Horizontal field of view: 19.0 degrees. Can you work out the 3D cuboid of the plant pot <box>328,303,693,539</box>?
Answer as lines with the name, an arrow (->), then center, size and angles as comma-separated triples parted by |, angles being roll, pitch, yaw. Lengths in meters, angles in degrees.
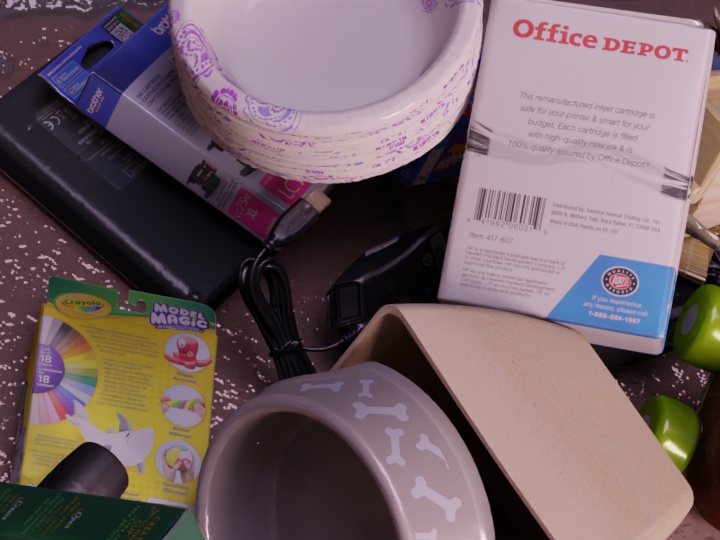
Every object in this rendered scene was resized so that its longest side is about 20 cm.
plant pot -> 0.079, 0.141, 1.294 | 0.176, 0.200, 0.201 | -12, 61, -45

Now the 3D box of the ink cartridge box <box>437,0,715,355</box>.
ink cartridge box -> 0.140, -0.061, 1.372 | 0.145, 0.084, 0.202 | 10, 82, 10

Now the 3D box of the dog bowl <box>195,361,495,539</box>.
dog bowl -> -0.016, 0.152, 1.225 | 0.058, 0.200, 0.201 | -12, 60, -45

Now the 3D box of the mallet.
mallet -> -0.110, 0.180, 1.216 | 0.200, 0.041, 0.066 | 41, 57, 18

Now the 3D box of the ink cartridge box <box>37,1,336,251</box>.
ink cartridge box -> -0.104, -0.109, 1.439 | 0.199, 0.042, 0.119 | 34, 40, 4

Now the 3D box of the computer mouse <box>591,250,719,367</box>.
computer mouse -> 0.193, 0.029, 1.492 | 0.199, 0.053, 0.139 | -8, 44, -33

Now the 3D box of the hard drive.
hard drive -> -0.143, -0.067, 1.446 | 0.200, 0.033, 0.140 | 40, 53, 9

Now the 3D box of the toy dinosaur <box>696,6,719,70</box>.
toy dinosaur -> 0.225, -0.117, 1.572 | 0.199, 0.105, 0.182 | 36, 53, 5

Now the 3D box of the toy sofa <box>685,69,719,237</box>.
toy sofa -> 0.284, -0.097, 1.544 | 0.199, 0.098, 0.083 | -10, 50, -37

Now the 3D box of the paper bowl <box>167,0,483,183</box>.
paper bowl -> -0.021, -0.146, 1.385 | 0.199, 0.105, 0.202 | -1, 59, 1

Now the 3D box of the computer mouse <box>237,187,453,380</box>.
computer mouse -> 0.000, 0.000, 1.413 | 0.200, 0.046, 0.141 | -36, 114, -28

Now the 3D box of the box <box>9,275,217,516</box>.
box -> -0.151, 0.101, 1.320 | 0.116, 0.048, 0.201 | 12, 57, -13

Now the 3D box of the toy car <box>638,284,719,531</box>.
toy car -> 0.286, 0.109, 1.359 | 0.163, 0.200, 0.159 | 23, 91, -11

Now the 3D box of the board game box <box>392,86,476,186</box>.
board game box -> 0.022, -0.147, 1.510 | 0.134, 0.045, 0.200 | -12, 51, -48

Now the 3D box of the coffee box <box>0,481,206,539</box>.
coffee box -> -0.149, 0.176, 1.158 | 0.044, 0.199, 0.124 | -46, 124, -38

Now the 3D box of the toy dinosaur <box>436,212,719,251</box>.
toy dinosaur -> 0.142, -0.053, 1.461 | 0.198, 0.089, 0.048 | -2, 24, 12

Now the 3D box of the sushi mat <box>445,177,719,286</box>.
sushi mat -> 0.160, -0.052, 1.528 | 0.199, 0.012, 0.096 | 23, 37, 7
